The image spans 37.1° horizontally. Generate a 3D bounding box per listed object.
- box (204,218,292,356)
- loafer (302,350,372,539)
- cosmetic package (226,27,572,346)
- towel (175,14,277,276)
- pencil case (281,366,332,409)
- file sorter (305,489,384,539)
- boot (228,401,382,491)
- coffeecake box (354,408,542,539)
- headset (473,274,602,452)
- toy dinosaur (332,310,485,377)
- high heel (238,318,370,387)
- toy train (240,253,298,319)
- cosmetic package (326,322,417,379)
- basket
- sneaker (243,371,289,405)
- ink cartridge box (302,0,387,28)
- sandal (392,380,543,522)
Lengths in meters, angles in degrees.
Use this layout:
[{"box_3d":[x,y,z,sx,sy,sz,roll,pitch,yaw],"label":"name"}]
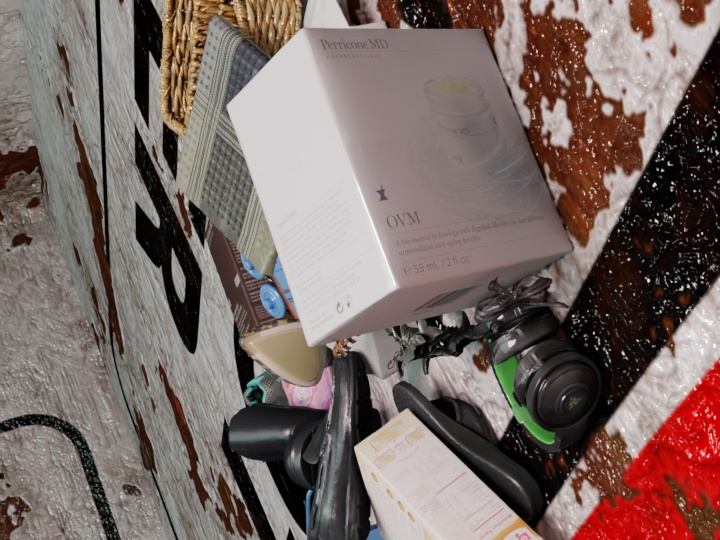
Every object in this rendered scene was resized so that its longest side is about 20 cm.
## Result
[{"box_3d":[-0.155,0.007,1.527,0.100,0.074,0.203,120,132,-61],"label":"box"},{"box_3d":[-0.026,0.184,1.093,0.068,0.069,0.205,4,-92,-74],"label":"loafer"},{"box_3d":[0.031,-0.072,0.832,0.122,0.197,0.203,-34,73,46],"label":"cosmetic package"},{"box_3d":[-0.116,-0.126,1.091,0.192,0.034,0.203,43,127,35],"label":"towel"},{"box_3d":[-0.038,0.196,1.360,0.203,0.086,0.087,70,157,11],"label":"pencil case"},{"box_3d":[0.034,0.324,1.196,0.200,0.136,0.125,45,143,50],"label":"file sorter"},{"box_3d":[-0.085,0.199,1.229,0.165,0.199,0.078,-4,94,25],"label":"boot"},{"box_3d":[0.090,0.256,1.030,0.200,0.072,0.155,41,155,42],"label":"coffeecake box"},{"box_3d":[0.129,0.072,0.861,0.124,0.093,0.202,58,164,34],"label":"headset"},{"box_3d":[0.048,0.019,0.996,0.137,0.101,0.201,60,143,21],"label":"toy dinosaur"},{"box_3d":[-0.087,0.086,1.238,0.141,0.198,0.073,14,91,49],"label":"high heel"},{"box_3d":[-0.093,-0.030,1.281,0.114,0.086,0.202,-20,101,55],"label":"toy train"},{"box_3d":[0.000,0.000,1.096,0.101,0.073,0.203,27,137,42],"label":"cosmetic package"},{"box_3d":[-0.146,-0.230,1.168,0.143,0.146,0.203,-108,25,-61],"label":"basket"},{"box_3d":[-0.127,0.167,1.518,0.079,0.090,0.200,71,158,9],"label":"sneaker"},{"box_3d":[-0.013,-0.182,1.100,0.201,0.043,0.176,112,139,-58],"label":"ink cartridge box"},{"box_3d":[0.108,0.170,1.048,0.199,0.048,0.076,36,146,37],"label":"sandal"}]
